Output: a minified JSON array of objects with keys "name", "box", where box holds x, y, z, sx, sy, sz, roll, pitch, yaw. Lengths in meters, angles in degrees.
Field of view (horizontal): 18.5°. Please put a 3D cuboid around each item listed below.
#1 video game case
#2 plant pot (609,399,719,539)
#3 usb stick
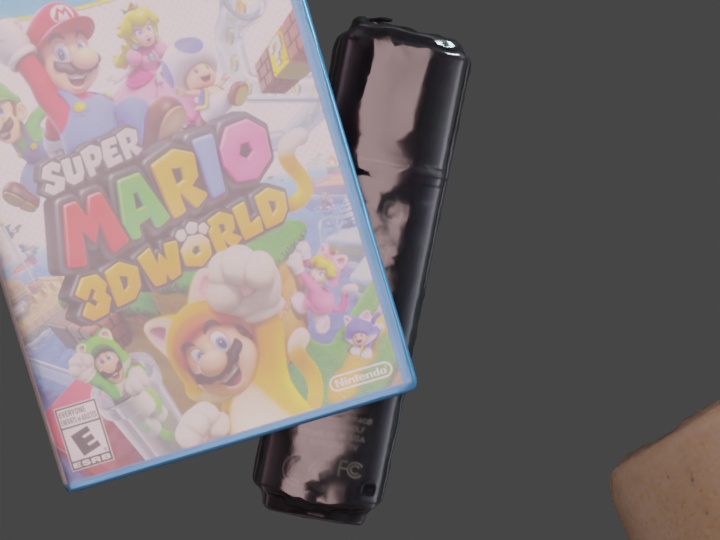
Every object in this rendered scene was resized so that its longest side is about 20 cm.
[{"name":"video game case","box":[-0.074,-0.030,0.847,0.143,0.018,0.200,-16,95,0]},{"name":"plant pot","box":[0.192,0.122,0.813,0.200,0.200,0.184,-29,80,3]},{"name":"usb stick","box":[0.000,0.000,0.878,0.055,0.033,0.200,11,93,-6]}]
